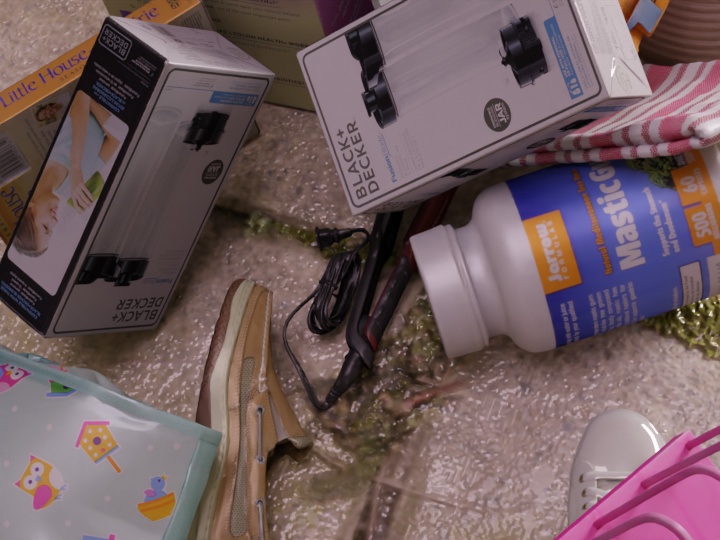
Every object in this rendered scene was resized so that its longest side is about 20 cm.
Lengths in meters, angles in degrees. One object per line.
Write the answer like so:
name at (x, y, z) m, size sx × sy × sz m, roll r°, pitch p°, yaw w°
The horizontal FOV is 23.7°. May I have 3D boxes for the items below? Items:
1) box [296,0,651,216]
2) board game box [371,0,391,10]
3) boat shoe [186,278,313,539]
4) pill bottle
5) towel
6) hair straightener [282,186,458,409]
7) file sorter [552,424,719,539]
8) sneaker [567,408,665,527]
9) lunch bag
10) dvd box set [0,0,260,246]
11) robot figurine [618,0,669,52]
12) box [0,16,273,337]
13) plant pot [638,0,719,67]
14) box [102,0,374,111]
box at (0.066, -0.121, 1.061) m, size 0.199 × 0.060 × 0.118 m, roll -22°, pitch 84°, yaw 35°
board game box at (0.025, -0.250, 1.194) m, size 0.026 × 0.200 × 0.201 m, roll 3°, pitch 62°, yaw 17°
boat shoe at (-0.067, 0.105, 1.105) m, size 0.075 × 0.072 × 0.202 m, roll 7°, pitch 73°, yaw 4°
pill bottle at (0.137, -0.013, 1.094) m, size 0.198 × 0.112 × 0.113 m, roll -18°, pitch 59°, yaw 1°
towel at (0.182, -0.106, 1.096) m, size 0.146 × 0.030 × 0.199 m, roll -31°, pitch 19°, yaw -37°
hair straightener at (0.000, 0.000, 1.164) m, size 0.076 × 0.041 × 0.201 m, roll 16°, pitch 71°, yaw 20°
file sorter at (0.188, 0.172, 0.904) m, size 0.199 × 0.125 × 0.139 m, roll -31°, pitch 85°, yaw -38°
sneaker at (0.156, 0.164, 1.009) m, size 0.072 × 0.085 × 0.201 m, roll -4°, pitch 60°, yaw 12°
lunch bag at (-0.189, 0.145, 1.055) m, size 0.199 × 0.122 × 0.172 m, roll 18°, pitch 82°, yaw 26°
dvd box set at (-0.176, -0.095, 1.185) m, size 0.199 × 0.147 × 0.029 m, roll -33°, pitch 54°, yaw -6°
robot figurine at (0.157, -0.208, 1.128) m, size 0.144 × 0.058 × 0.201 m, roll -4°, pitch 58°, yaw 46°
box at (-0.148, -0.058, 1.117) m, size 0.060 × 0.116 × 0.201 m, roll 37°, pitch 109°, yaw 26°
plant pot at (0.247, -0.222, 1.197) m, size 0.199 × 0.093 × 0.202 m, roll -5°, pitch 60°, yaw 9°
box at (-0.088, -0.214, 1.201) m, size 0.175 × 0.200 × 0.097 m, roll 12°, pitch 65°, yaw 18°
